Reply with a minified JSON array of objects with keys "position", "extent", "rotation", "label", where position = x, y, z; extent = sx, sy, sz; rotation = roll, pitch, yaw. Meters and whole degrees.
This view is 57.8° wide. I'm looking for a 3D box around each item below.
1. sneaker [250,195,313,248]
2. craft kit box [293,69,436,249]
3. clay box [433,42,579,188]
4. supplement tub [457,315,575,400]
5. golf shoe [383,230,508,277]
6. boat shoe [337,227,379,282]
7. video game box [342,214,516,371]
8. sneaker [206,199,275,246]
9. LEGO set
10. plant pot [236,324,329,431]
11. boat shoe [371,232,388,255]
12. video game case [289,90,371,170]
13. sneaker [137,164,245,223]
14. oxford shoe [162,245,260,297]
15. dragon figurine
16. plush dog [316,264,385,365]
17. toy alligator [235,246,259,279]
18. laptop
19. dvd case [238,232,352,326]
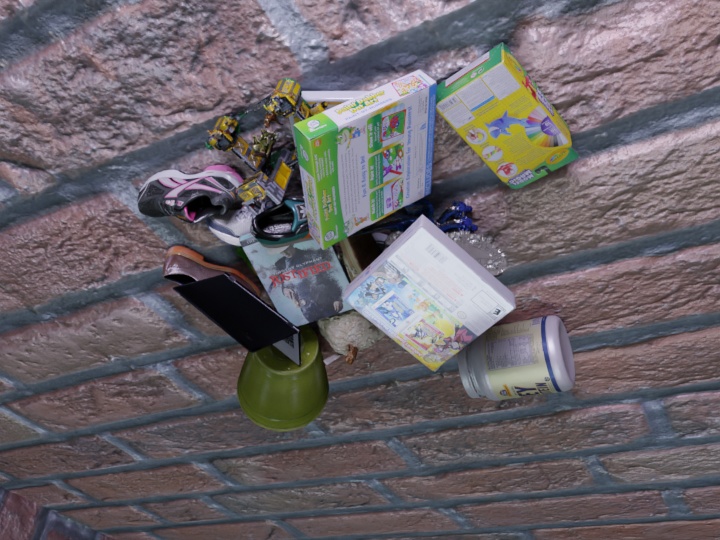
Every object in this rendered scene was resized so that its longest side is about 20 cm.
[{"position":[-0.074,-0.084,1.008],"extent":[0.199,0.072,0.080],"rotation":[-19,173,1],"label":"sneaker"},{"position":[0.012,-0.147,0.895],"extent":[0.197,0.049,0.201],"rotation":[-31,145,-21],"label":"craft kit box"},{"position":[0.206,-0.206,0.910],"extent":[0.115,0.048,0.200],"rotation":[-26,131,35],"label":"clay box"},{"position":[0.304,0.175,1.278],"extent":[0.199,0.146,0.145],"rotation":[-14,136,26],"label":"supplement tub"},{"position":[0.135,-0.013,1.059],"extent":[0.199,0.079,0.097],"rotation":[9,147,5],"label":"golf shoe"},{"position":[0.000,0.000,1.124],"extent":[0.062,0.073,0.201],"rotation":[-11,111,36],"label":"boat shoe"},{"position":[0.105,0.041,1.008],"extent":[0.200,0.047,0.182],"rotation":[39,117,-15],"label":"video game box"},{"position":[-0.161,-0.089,1.113],"extent":[0.199,0.077,0.086],"rotation":[7,132,-10],"label":"sneaker"},{"position":[-0.133,-0.166,0.935],"extent":[0.199,0.116,0.154],"rotation":[-12,135,30],"label":"LEGO set"},{"position":[-0.156,0.198,1.340],"extent":[0.199,0.201,0.193],"rotation":[10,144,-1],"label":"plant pot"},{"position":[0.073,0.017,1.182],"extent":[0.072,0.071,0.200],"rotation":[-20,127,32],"label":"boat shoe"},{"position":[-0.002,-0.190,0.988],"extent":[0.198,0.023,0.183],"rotation":[3,141,9],"label":"video game case"},{"position":[-0.292,-0.117,1.080],"extent":[0.199,0.087,0.080],"rotation":[-12,135,24],"label":"sneaker"},{"position":[-0.290,0.029,1.266],"extent":[0.199,0.073,0.071],"rotation":[25,138,-20],"label":"oxford shoe"},{"position":[0.089,-0.082,1.072],"extent":[0.199,0.059,0.100],"rotation":[10,139,-8],"label":"dragon figurine"},{"position":[-0.034,0.068,1.232],"extent":[0.199,0.161,0.173],"rotation":[-19,107,27],"label":"plush dog"},{"position":[-0.165,0.006,1.236],"extent":[0.054,0.059,0.200],"rotation":[-40,133,-7],"label":"toy alligator"},{"position":[-0.212,0.102,1.157],"extent":[0.187,0.116,0.201],"rotation":[35,149,20],"label":"laptop"},{"position":[-0.101,0.004,1.122],"extent":[0.145,0.022,0.201],"rotation":[-17,121,10],"label":"dvd case"}]
